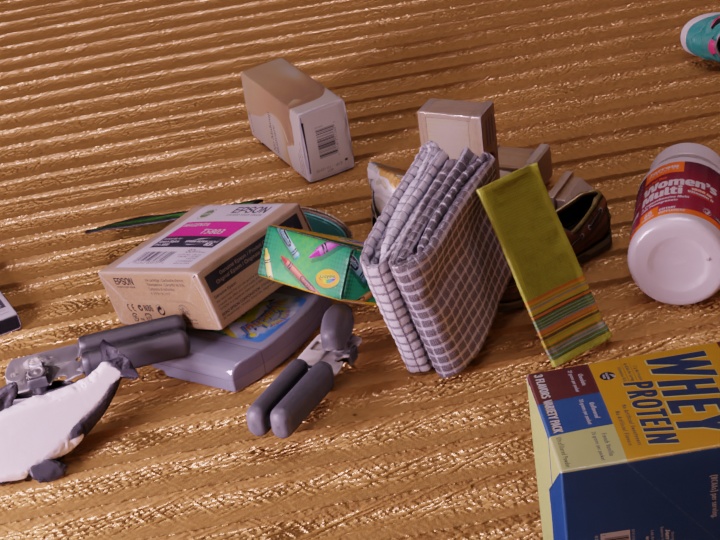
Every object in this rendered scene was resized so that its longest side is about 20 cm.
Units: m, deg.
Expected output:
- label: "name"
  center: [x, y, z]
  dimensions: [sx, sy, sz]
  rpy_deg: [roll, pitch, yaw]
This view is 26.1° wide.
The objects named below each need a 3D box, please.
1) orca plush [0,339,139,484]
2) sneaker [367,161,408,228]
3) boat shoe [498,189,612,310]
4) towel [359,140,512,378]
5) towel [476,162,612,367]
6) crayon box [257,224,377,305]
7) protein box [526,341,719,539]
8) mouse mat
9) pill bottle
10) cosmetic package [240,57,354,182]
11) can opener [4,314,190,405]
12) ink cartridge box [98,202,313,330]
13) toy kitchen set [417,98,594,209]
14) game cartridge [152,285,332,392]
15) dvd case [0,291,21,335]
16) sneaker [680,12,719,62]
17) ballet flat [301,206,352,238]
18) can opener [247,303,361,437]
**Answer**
- label: "orca plush"
  center: [-0.323, 0.150, 1.584]
  dimensions: [0.200, 0.105, 0.071]
  rpy_deg: [-52, 5, -20]
- label: "sneaker"
  center: [0.037, -0.081, 1.885]
  dimensions: [0.075, 0.088, 0.200]
  rpy_deg: [12, 8, 1]
- label: "boat shoe"
  center: [0.205, -0.028, 1.742]
  dimensions: [0.072, 0.068, 0.200]
  rpy_deg: [21, 43, 39]
- label: "towel"
  center: [0.093, -0.013, 1.614]
  dimensions: [0.085, 0.166, 0.200]
  rpy_deg: [3, 46, 35]
- label: "towel"
  center: [0.190, -0.006, 1.591]
  dimensions: [0.086, 0.201, 0.018]
  rpy_deg: [-26, 4, -35]
- label: "crayon box"
  center: [0.000, 0.000, 1.669]
  dimensions: [0.118, 0.059, 0.200]
  rpy_deg: [16, 4, 36]
- label: "protein box"
  center: [0.249, 0.182, 1.231]
  dimensions: [0.199, 0.199, 0.135]
  rpy_deg: [-10, 30, -1]
- label: "mouse mat"
  center: [-0.230, -0.069, 1.936]
  dimensions: [0.199, 0.008, 0.161]
  rpy_deg: [-7, 6, 8]
- label: "pill bottle"
  center: [0.356, -0.057, 1.708]
  dimensions: [0.109, 0.110, 0.200]
  rpy_deg: [-1, 31, 15]
- label: "cosmetic package"
  center: [-0.088, -0.207, 2.109]
  dimensions: [0.071, 0.106, 0.200]
  rpy_deg: [-21, 30, -19]
- label: "can opener"
  center: [-0.279, 0.103, 1.657]
  dimensions: [0.199, 0.067, 0.053]
  rpy_deg: [-13, 39, -8]
- label: "ink cartridge box"
  center: [-0.171, -0.007, 1.740]
  dimensions: [0.200, 0.075, 0.165]
  rpy_deg: [0, 30, 48]
- label: "toy kitchen set"
  center: [0.189, -0.141, 1.832]
  dimensions: [0.163, 0.181, 0.200]
  rpy_deg: [8, 34, 26]
- label: "game cartridge"
  center: [-0.123, 0.060, 1.721]
  dimensions: [0.133, 0.041, 0.200]
  rpy_deg: [13, 37, 28]
- label: "dvd case"
  center: [-0.510, 0.047, 1.870]
  dimensions: [0.150, 0.025, 0.200]
  rpy_deg: [-22, 32, -21]
- label: "sneaker"
  center: [0.560, -0.340, 2.164]
  dimensions: [0.199, 0.084, 0.121]
  rpy_deg: [-21, 25, -4]
- label: "ballet flat"
  center: [-0.099, -0.049, 1.878]
  dimensions: [0.199, 0.071, 0.065]
  rpy_deg: [4, 15, 15]
- label: "can opener"
  center: [-0.057, 0.096, 1.587]
  dimensions: [0.053, 0.067, 0.200]
  rpy_deg: [3, 24, 23]
